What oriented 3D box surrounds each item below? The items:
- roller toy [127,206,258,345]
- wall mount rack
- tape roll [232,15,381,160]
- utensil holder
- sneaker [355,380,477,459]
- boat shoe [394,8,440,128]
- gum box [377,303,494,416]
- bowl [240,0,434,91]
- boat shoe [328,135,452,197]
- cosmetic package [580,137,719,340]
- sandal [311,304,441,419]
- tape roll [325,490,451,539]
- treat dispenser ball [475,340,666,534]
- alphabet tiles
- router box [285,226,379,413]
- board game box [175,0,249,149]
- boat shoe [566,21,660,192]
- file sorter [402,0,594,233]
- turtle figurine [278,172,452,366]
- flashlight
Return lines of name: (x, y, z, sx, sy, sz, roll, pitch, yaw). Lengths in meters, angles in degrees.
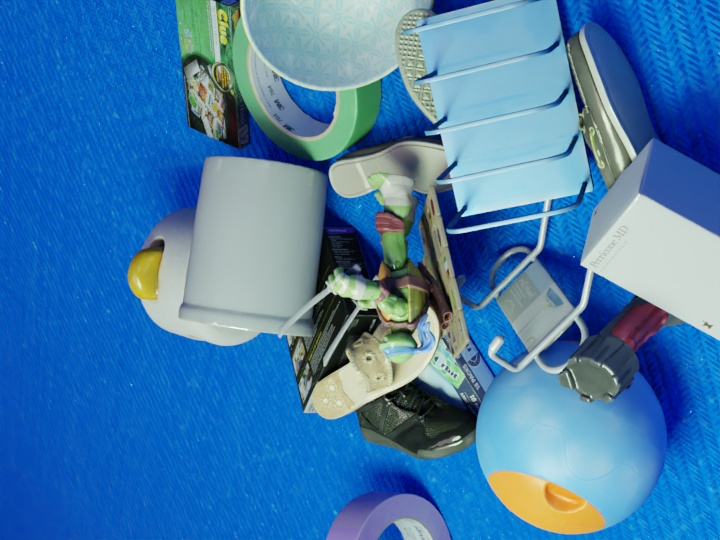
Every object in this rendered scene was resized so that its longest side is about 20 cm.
roller toy: (-0.208, 0.007, 1.450, 0.139, 0.200, 0.183, 8, 136, 43)
wall mount rack: (0.183, 0.003, 1.091, 0.174, 0.074, 0.201, -47, 34, 15)
tape roll: (-0.066, -0.232, 1.251, 0.199, 0.048, 0.202, 26, 132, 32)
utensil holder: (-0.130, -0.029, 1.307, 0.169, 0.169, 0.202, 5, 87, 43)
sneaker: (0.058, 0.166, 1.308, 0.198, 0.076, 0.115, 6, 127, 49)
boat shoe: (0.100, -0.179, 1.095, 0.074, 0.062, 0.201, -33, 101, 13)
gum box: (0.073, 0.130, 1.363, 0.200, 0.044, 0.171, -29, 94, 52)
bowl: (-0.028, -0.301, 1.101, 0.108, 0.198, 0.202, -102, 13, -51)
boat shoe: (0.050, -0.125, 1.212, 0.199, 0.057, 0.067, -2, 118, 40)
cosmetic package: (0.311, -0.015, 0.941, 0.199, 0.085, 0.108, 26, 138, -2)
sandal: (0.007, 0.119, 1.252, 0.211, 0.069, 0.078, -41, 76, 30)
tape roll: (0.040, 0.411, 1.469, 0.065, 0.200, 0.202, -8, 110, 48)
treat dispenser ball: (0.222, 0.176, 1.121, 0.200, 0.200, 0.202, 25, 132, 31)
alphabet tiles: (0.090, 0.013, 1.183, 0.200, 0.007, 0.169, 93, 165, -78)
router box: (-0.041, 0.065, 1.364, 0.201, 0.051, 0.150, 114, 149, -43)
board game box: (-0.193, -0.264, 1.377, 0.104, 0.023, 0.202, 28, 134, 32)
boat shoe: (0.238, -0.132, 0.992, 0.060, 0.072, 0.203, -17, 108, 44)
file sorter: (0.130, -0.150, 0.994, 0.137, 0.123, 0.202, -10, 102, 18)
turtle figurine: (0.000, 0.000, 1.158, 0.199, 0.143, 0.196, -5, 71, 41)
flashlight: (0.268, 0.052, 0.989, 0.068, 0.200, 0.068, 37, 137, 19)
